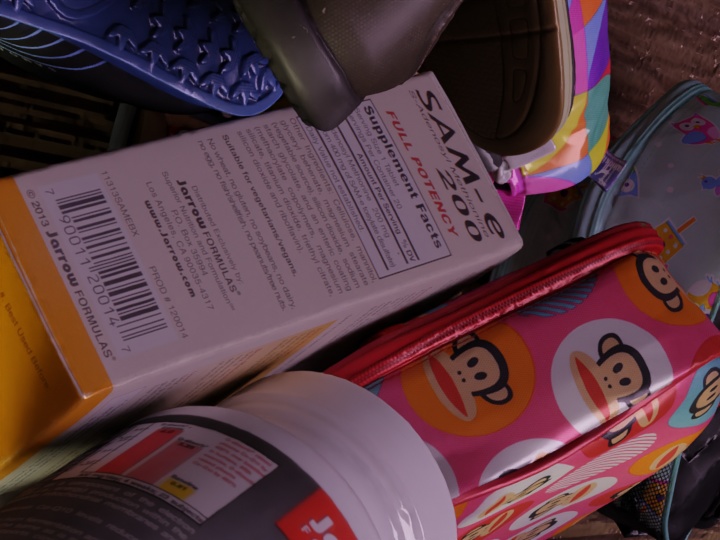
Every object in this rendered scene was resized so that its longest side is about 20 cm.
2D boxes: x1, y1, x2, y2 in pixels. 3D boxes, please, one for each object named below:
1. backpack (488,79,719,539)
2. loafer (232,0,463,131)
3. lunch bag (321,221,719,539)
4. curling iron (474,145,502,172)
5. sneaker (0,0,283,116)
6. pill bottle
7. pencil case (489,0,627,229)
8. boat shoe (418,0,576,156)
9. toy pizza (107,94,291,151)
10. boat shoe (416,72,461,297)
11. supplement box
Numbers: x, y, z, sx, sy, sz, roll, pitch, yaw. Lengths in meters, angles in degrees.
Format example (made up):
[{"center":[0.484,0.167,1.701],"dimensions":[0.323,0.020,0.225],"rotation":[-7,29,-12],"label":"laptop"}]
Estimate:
[{"center":[0.152,0.006,1.155],"dimensions":[0.176,0.153,0.200],"rotation":[-39,152,-47],"label":"backpack"},{"center":[0.011,-0.099,0.718],"dimensions":[0.073,0.071,0.200],"rotation":[60,14,-20],"label":"loafer"},{"center":[0.029,0.072,0.851],"dimensions":[0.176,0.082,0.200],"rotation":[-26,166,-23],"label":"lunch bag"},{"center":[0.022,-0.112,0.914],"dimensions":[0.050,0.026,0.200],"rotation":[-62,139,-35],"label":"curling iron"},{"center":[-0.110,-0.099,0.696],"dimensions":[0.200,0.078,0.070],"rotation":[33,72,-41],"label":"sneaker"},{"center":[-0.060,0.108,0.676],"dimensions":[0.200,0.116,0.116],"rotation":[-34,139,-52],"label":"pill bottle"},{"center":[0.065,-0.118,0.977],"dimensions":[0.088,0.088,0.200],"rotation":[-46,144,-35],"label":"pencil case"},{"center":[0.043,-0.143,0.845],"dimensions":[0.065,0.073,0.200],"rotation":[-27,104,-51],"label":"boat shoe"},{"center":[-0.030,-0.050,0.914],"dimensions":[0.200,0.032,0.200],"rotation":[-42,144,-40],"label":"toy pizza"},{"center":[0.000,0.000,0.894],"dimensions":[0.069,0.071,0.200],"rotation":[-49,149,-31],"label":"boat shoe"},{"center":[-0.061,0.009,0.762],"dimensions":[0.200,0.074,0.126],"rotation":[-18,167,-46],"label":"supplement box"}]
